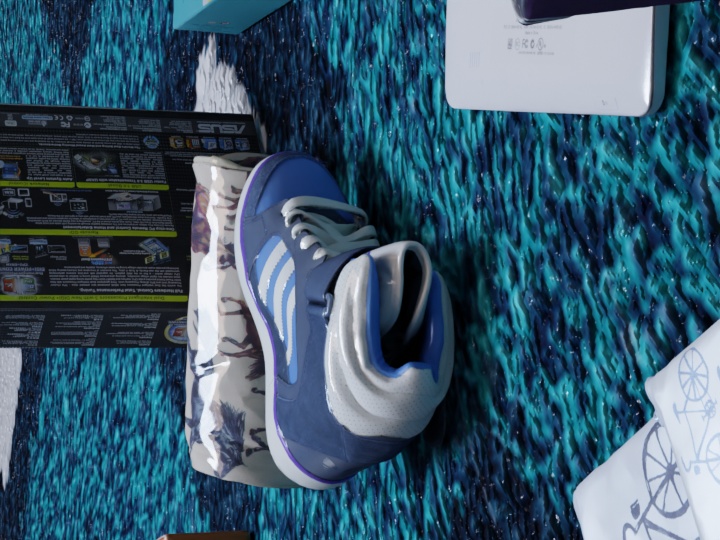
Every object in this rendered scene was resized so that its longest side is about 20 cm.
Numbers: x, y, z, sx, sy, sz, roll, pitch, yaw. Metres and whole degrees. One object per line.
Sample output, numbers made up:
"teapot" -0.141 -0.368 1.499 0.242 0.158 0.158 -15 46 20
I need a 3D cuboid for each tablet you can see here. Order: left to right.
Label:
"tablet" 0.081 -0.135 0.755 0.200 0.014 0.132 -164 76 -68

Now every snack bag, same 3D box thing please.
"snack bag" 0.130 0.120 0.607 0.200 0.021 0.190 124 141 -55

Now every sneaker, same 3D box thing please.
"sneaker" 0.000 0.000 0.889 0.146 0.080 0.202 -45 45 50

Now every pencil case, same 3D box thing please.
"pencil case" -0.060 0.032 1.033 0.077 0.089 0.202 3 93 40

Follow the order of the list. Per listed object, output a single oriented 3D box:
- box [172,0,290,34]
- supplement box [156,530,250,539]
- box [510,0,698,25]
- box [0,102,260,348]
"box" -0.072 -0.210 1.107 0.200 0.049 0.083 169 101 -69
"supplement box" -0.101 0.277 1.144 0.069 0.066 0.202 141 126 -60
"box" 0.103 -0.179 0.444 0.201 0.146 0.105 88 171 -47
"box" -0.153 -0.029 1.106 0.044 0.198 0.161 118 145 -50
